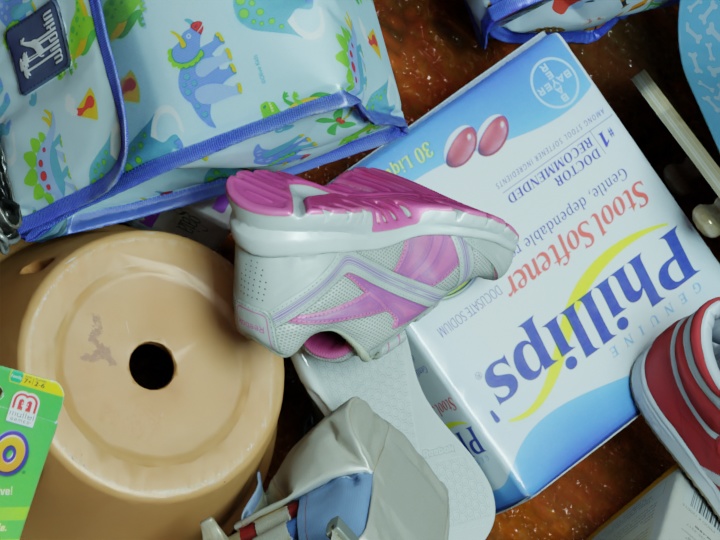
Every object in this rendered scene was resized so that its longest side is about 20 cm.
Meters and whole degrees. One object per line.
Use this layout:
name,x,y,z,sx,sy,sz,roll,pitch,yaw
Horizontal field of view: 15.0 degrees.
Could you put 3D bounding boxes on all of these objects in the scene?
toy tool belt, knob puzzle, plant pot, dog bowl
toy tool belt,-0.024,0.161,1.332,0.125,0.123,0.200,49,21,-20
knob puzzle,0.202,-0.035,1.547,0.030,0.220,0.220,-37,92,7
plant pot,-0.124,0.063,1.405,0.200,0.140,0.200,5,76,-20
dog bowl,0.237,-0.114,1.577,0.112,0.050,0.200,-64,143,-29

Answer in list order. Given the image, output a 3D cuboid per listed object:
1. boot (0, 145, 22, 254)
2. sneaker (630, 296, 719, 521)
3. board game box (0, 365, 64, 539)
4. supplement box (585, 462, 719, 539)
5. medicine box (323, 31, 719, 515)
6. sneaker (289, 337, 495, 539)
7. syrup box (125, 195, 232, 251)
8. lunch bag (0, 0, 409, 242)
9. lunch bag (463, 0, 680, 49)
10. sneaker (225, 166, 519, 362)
boot,-0.245,0.003,1.359,0.069,0.174,0.200,11,64,-64
sneaker,0.227,0.100,1.410,0.071,0.112,0.200,-38,80,-25
board game box,-0.213,0.135,1.286,0.095,0.030,0.200,18,94,-25
supplement box,0.137,0.202,1.424,0.074,0.126,0.200,43,29,-6
medicine box,0.082,0.004,1.516,0.182,0.103,0.200,-36,90,-24
sneaker,-0.014,0.068,1.456,0.071,0.099,0.200,-42,111,-31
syrup box,-0.143,-0.090,1.455,0.200,0.079,0.082,30,72,-5
lunch bag,-0.100,-0.121,1.356,0.200,0.127,0.170,-18,78,17
lunch bag,0.096,-0.217,1.534,0.200,0.124,0.170,-11,79,-60
sneaker,0.000,0.000,1.374,0.200,0.081,0.088,0,109,-47
